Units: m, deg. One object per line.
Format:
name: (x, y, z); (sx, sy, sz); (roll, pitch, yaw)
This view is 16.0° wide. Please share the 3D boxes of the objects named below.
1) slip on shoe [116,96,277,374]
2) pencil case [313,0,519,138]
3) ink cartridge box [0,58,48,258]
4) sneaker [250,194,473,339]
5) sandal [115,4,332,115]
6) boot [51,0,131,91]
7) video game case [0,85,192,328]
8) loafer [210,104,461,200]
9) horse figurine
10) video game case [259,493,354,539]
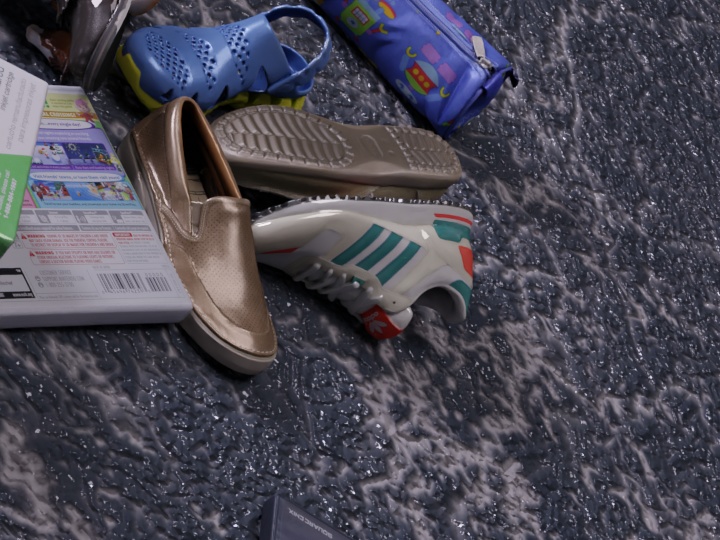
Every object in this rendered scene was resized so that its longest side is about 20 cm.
slip on shoe: (-0.099, -0.026, 1.702); (0.076, 0.061, 0.200); (11, 46, -45)
pencil case: (0.034, -0.198, 2.044); (0.200, 0.087, 0.078); (46, 52, 0)
ink cartridge box: (-0.294, -0.083, 1.476); (0.200, 0.084, 0.146); (27, 41, -21)
sneaker: (0.000, 0.000, 1.788); (0.200, 0.070, 0.093); (1, 79, -37)
sandal: (-0.093, -0.155, 1.836); (0.200, 0.087, 0.080); (-10, 64, -53)
boot: (-0.239, -0.216, 1.721); (0.174, 0.069, 0.200); (10, 57, -12)
video game case: (-0.216, -0.043, 1.612); (0.200, 0.022, 0.182); (-1, 56, -49)
loafer: (-0.023, -0.067, 1.843); (0.200, 0.068, 0.076); (7, 37, -26)
horse figurine: (-0.189, -0.215, 1.819); (0.133, 0.050, 0.200); (46, 32, 9)
video game case: (-0.007, 0.241, 1.556); (0.143, 0.019, 0.200); (34, 32, -22)
